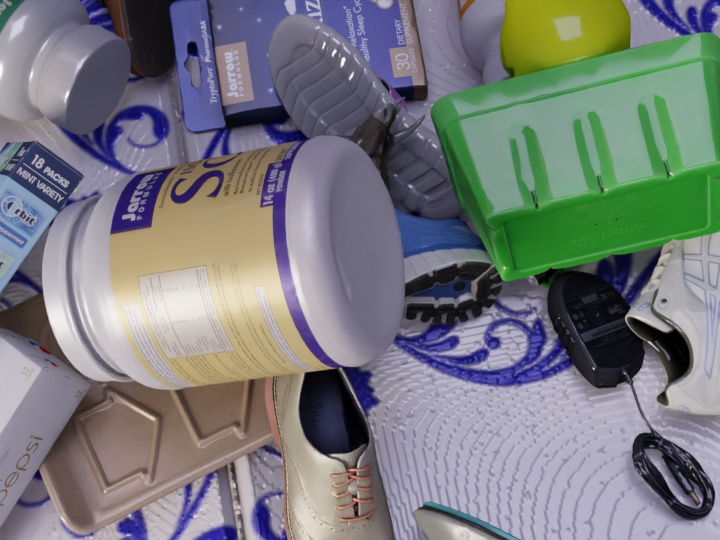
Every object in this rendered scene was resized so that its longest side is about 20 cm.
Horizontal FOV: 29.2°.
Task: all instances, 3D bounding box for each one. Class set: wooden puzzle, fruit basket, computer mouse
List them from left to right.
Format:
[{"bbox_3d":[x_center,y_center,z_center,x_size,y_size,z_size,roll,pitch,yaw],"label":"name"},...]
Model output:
[{"bbox_3d":[-0.152,0.075,1.006,0.199,0.046,0.186,-24,66,-13],"label":"wooden puzzle"},{"bbox_3d":[0.151,-0.119,0.967,0.215,0.156,0.216,-6,60,11],"label":"fruit basket"},{"bbox_3d":[0.191,0.089,0.988,0.058,0.034,0.201,-14,68,-26],"label":"computer mouse"}]

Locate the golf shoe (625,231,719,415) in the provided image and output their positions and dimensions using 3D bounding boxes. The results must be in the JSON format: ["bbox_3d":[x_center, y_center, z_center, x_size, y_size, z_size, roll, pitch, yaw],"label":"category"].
[{"bbox_3d":[0.234,0.009,0.987,0.097,0.078,0.201,-6,63,-10],"label":"golf shoe"}]

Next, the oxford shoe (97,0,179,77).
[{"bbox_3d":[-0.200,-0.242,1.158,0.071,0.071,0.201,-23,64,26],"label":"oxford shoe"}]

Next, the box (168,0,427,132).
[{"bbox_3d":[-0.053,-0.184,1.118,0.199,0.032,0.122,-10,76,0],"label":"box"}]

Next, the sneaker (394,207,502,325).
[{"bbox_3d":[0.000,0.000,1.016,0.199,0.079,0.089,-5,40,-15],"label":"sneaker"}]

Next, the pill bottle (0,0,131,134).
[{"bbox_3d":[-0.287,-0.187,1.099,0.200,0.113,0.113,29,69,15],"label":"pill bottle"}]

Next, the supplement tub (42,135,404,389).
[{"bbox_3d":[-0.086,-0.001,0.886,0.199,0.145,0.146,-9,62,21],"label":"supplement tub"}]

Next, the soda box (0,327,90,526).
[{"bbox_3d":[-0.272,0.139,0.932,0.068,0.064,0.200,32,89,26],"label":"soda box"}]

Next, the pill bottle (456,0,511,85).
[{"bbox_3d":[0.131,-0.222,1.091,0.111,0.111,0.201,-4,64,1],"label":"pill bottle"}]

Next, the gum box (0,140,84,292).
[{"bbox_3d":[-0.278,0.002,0.961,0.044,0.170,0.200,36,82,-19],"label":"gum box"}]

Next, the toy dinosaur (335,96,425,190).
[{"bbox_3d":[-0.049,-0.063,1.040,0.102,0.200,0.077,-17,90,-49],"label":"toy dinosaur"}]

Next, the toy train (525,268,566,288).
[{"bbox_3d":[0.187,-0.064,1.054,0.200,0.042,0.056,-42,59,-15],"label":"toy train"}]

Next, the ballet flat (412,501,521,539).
[{"bbox_3d":[0.121,0.213,0.910,0.199,0.067,0.064,18,74,12],"label":"ballet flat"}]

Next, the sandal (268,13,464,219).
[{"bbox_3d":[0.008,-0.116,1.071,0.203,0.082,0.050,46,32,2],"label":"sandal"}]

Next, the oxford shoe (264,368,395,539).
[{"bbox_3d":[-0.016,0.147,0.925,0.071,0.074,0.201,-18,83,-18],"label":"oxford shoe"}]
